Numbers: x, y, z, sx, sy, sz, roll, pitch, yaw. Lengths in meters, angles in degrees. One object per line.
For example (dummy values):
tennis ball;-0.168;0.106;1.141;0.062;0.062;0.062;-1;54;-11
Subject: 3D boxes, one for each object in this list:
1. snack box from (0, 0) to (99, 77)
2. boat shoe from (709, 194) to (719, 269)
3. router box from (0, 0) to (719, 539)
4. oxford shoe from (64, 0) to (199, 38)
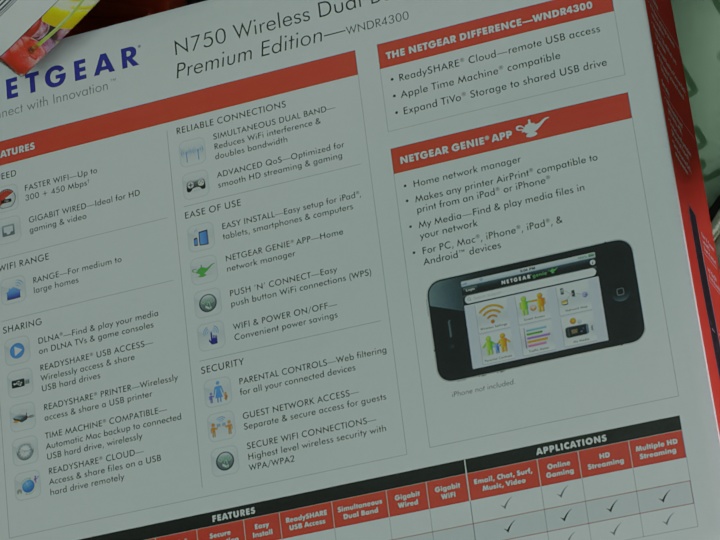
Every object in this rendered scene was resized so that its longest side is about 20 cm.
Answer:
snack box;-0.059;-0.173;0.741;0.200;0.169;0.068;-44;120;11
boat shoe;0.136;-0.004;0.793;0.200;0.057;0.067;-47;74;6
router box;-0.005;0.011;0.691;0.200;0.049;0.180;-12;69;16
oxford shoe;-0.069;-0.008;0.795;0.071;0.073;0.200;2;83;18
